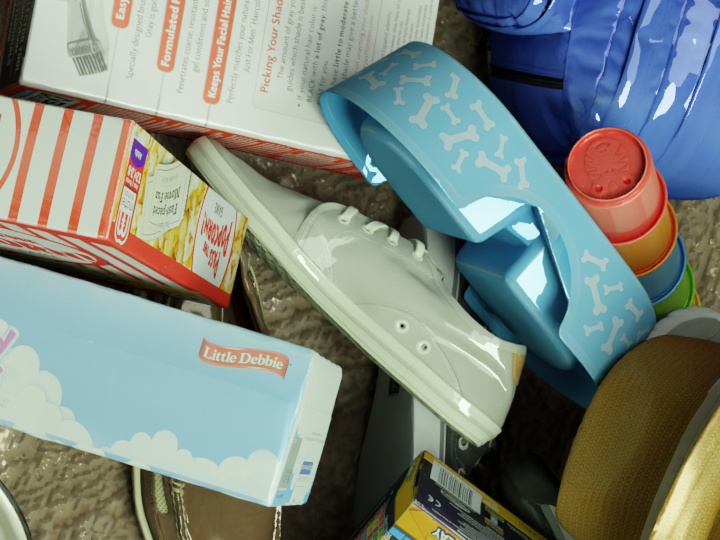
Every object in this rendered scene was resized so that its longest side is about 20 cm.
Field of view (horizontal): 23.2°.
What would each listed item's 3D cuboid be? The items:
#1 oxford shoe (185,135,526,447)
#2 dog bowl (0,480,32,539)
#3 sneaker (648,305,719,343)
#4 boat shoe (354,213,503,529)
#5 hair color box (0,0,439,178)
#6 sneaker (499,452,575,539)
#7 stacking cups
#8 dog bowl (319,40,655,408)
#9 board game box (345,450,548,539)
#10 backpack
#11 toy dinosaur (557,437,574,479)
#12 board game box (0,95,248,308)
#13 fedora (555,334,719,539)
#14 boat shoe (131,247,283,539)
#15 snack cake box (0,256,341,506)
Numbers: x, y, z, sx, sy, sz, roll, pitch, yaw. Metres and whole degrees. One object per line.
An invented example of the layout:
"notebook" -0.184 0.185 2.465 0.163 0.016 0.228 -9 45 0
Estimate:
"oxford shoe" 0.000 0.000 0.834 0.200 0.075 0.058 41 87 5
"dog bowl" -0.238 0.133 0.737 0.199 0.074 0.201 -6 109 -16
"sneaker" 0.202 0.075 0.913 0.200 0.082 0.075 16 109 -47
"boat shoe" 0.043 0.072 0.897 0.066 0.070 0.201 10 78 -22
"hair color box" -0.066 -0.118 0.849 0.199 0.064 0.112 12 85 -25
"sneaker" 0.082 0.197 0.889 0.115 0.075 0.201 -24 109 1
"stacking cups" 0.132 -0.016 0.871 0.060 0.200 0.061 -6 65 13
"dog bowl" 0.063 -0.022 0.811 0.050 0.111 0.200 -42 109 -9
"board game box" 0.057 0.208 0.838 0.200 0.057 0.166 36 111 -7
"backpack" 0.132 -0.143 0.890 0.167 0.163 0.201 9 98 -14
"toy dinosaur" 0.134 0.143 0.937 0.199 0.058 0.102 6 88 -24
"board game box" -0.141 -0.033 0.713 0.151 0.200 0.047 11 84 10
"fedora" 0.147 0.089 0.788 0.200 0.082 0.201 -39 141 -42
"boat shoe" -0.071 0.076 0.837 0.074 0.075 0.203 -11 94 -24
"snack cake box" -0.114 0.042 0.751 0.199 0.115 0.068 16 86 7
